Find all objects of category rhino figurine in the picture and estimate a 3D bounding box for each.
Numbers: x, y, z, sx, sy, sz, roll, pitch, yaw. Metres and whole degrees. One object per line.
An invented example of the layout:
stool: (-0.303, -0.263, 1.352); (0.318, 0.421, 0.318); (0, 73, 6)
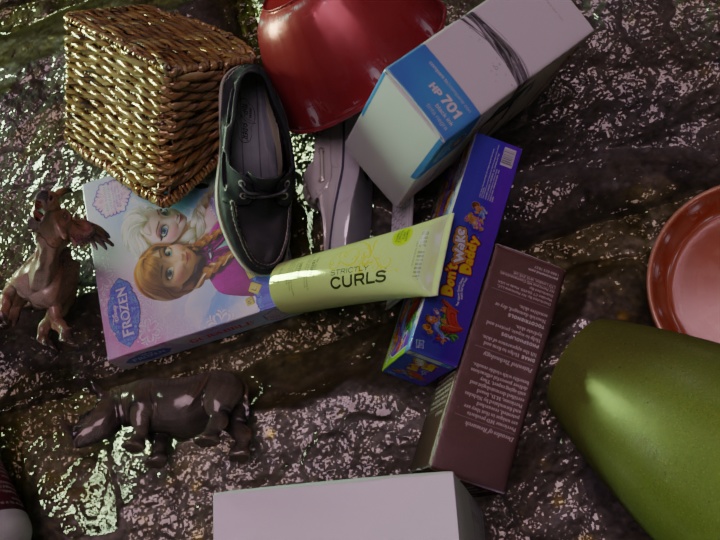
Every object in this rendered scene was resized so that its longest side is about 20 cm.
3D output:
rhino figurine: (-0.196, 0.139, 0.948); (0.197, 0.060, 0.088); (-5, 50, 12)

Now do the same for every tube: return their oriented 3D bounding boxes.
tube: (0.000, 0.000, 0.877); (0.199, 0.052, 0.059); (-11, 96, 44)

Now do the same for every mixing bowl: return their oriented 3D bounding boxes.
mixing bowl: (-0.026, -0.240, 0.968); (0.199, 0.109, 0.201); (-29, 31, 19)

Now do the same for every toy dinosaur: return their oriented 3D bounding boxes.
toy dinosaur: (-0.305, 0.001, 0.987); (0.085, 0.200, 0.137); (22, 74, -18)

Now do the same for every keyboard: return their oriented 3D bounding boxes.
keyboard: (0.042, -0.065, 0.974); (0.011, 0.056, 0.203); (7, 71, -11)

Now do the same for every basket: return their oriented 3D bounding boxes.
basket: (-0.204, -0.178, 1.038); (0.199, 0.151, 0.142); (29, 34, 35)

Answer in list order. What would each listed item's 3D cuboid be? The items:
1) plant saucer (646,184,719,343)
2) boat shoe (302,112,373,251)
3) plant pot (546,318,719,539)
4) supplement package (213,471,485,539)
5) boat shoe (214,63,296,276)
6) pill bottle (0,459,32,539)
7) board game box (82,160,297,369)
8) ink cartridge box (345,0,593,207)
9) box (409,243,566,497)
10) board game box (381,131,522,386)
plant saucer: (0.356, 0.017, 0.885); (0.197, 0.032, 0.203); (-4, 70, 12)
boat shoe: (-0.027, -0.088, 0.989); (0.065, 0.072, 0.203); (-4, 69, 16)
plant pot: (0.256, 0.128, 0.804); (0.199, 0.187, 0.188); (34, 80, 37)
supplement package: (0.001, 0.254, 0.787); (0.189, 0.200, 0.149); (-7, 69, 9)
boat shoe: (-0.095, -0.095, 0.930); (0.073, 0.066, 0.202); (0, 90, -19)
pill bottle: (-0.379, 0.226, 0.930); (0.112, 0.113, 0.201); (-36, 67, -2)
board game box: (-0.174, -0.024, 1.013); (0.197, 0.041, 0.202); (-18, 68, 6)
ink cartridge box: (0.096, -0.167, 0.911); (0.199, 0.147, 0.086); (-37, 84, -23)
box: (0.110, 0.090, 0.868); (0.074, 0.100, 0.202); (21, 75, -1)
board game box: (0.080, -0.005, 0.896); (0.044, 0.135, 0.202); (19, 74, -4)
